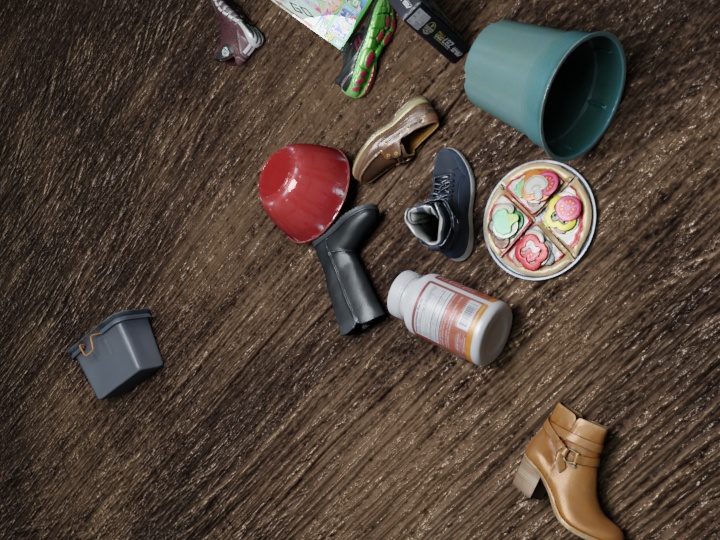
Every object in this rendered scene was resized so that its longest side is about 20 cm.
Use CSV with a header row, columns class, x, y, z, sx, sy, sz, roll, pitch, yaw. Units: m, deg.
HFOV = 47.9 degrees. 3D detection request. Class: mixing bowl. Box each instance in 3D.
class,x,y,z,sx,sy,sz,roll,pitch,yaw
mixing bowl,-0.126,-0.166,1.563,0.199,0.108,0.203,-26,53,39

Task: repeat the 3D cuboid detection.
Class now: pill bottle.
class,x,y,z,sx,sy,sz,roll,pitch,yaw
pill bottle,0.146,0.073,1.369,0.199,0.112,0.113,24,97,35

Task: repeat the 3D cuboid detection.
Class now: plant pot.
class,x,y,z,sx,sy,sz,roll,pitch,yaw
plant pot,0.282,-0.304,1.294,0.196,0.199,0.202,36,103,40

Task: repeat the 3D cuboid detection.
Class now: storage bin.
class,x,y,z,sx,sy,sz,roll,pitch,yaw
storage bin,-0.546,0.194,1.823,0.199,0.145,0.135,-35,75,25

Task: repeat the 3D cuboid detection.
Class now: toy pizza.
class,x,y,z,sx,sy,sz,roll,pitch,yaw
toy pizza,0.290,-0.085,1.341,0.198,0.032,0.203,-6,80,34

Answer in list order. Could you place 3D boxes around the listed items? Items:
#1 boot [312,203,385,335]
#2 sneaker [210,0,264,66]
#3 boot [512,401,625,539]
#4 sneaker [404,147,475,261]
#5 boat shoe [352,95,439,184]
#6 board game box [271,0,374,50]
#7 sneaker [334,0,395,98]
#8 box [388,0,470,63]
class,x,y,z,sx,sy,sz,roll,pitch,yaw
boot,-0.001,0.000,1.507,0.164,0.065,0.202,-36,61,35
sneaker,-0.303,-0.528,1.796,0.116,0.075,0.201,-50,60,22
boot,0.339,0.308,1.226,0.199,0.073,0.156,32,97,31
sneaker,0.135,-0.127,1.387,0.076,0.145,0.205,-13,74,34
boat shoe,0.065,-0.229,1.495,0.200,0.072,0.068,-44,59,18
board game box,-0.080,-0.551,1.614,0.199,0.029,0.135,36,106,3
sneaker,0.003,-0.438,1.567,0.083,0.076,0.202,28,98,30
box,0.099,-0.467,1.429,0.049,0.199,0.162,-39,64,21
